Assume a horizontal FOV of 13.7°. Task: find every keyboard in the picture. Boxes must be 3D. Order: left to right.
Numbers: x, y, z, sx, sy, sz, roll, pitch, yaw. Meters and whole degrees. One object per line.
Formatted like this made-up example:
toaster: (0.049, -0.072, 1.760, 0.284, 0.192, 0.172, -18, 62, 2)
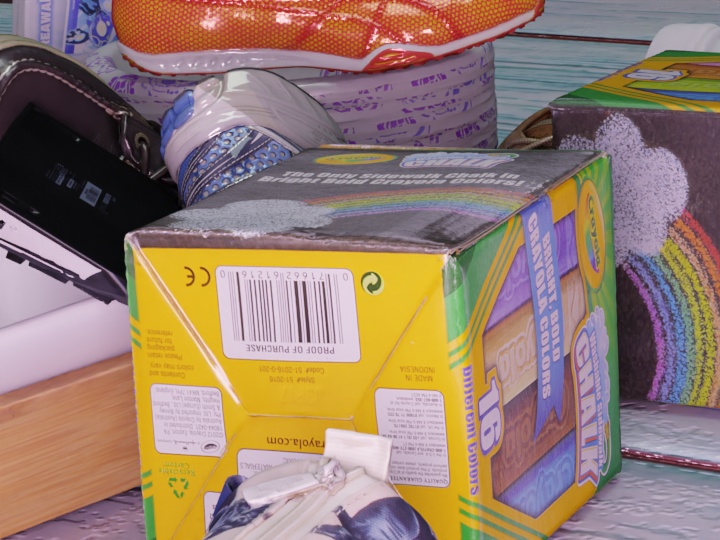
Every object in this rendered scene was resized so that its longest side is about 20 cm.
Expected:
keyboard: (-0.124, -0.034, 1.094, 0.127, 0.021, 0.200, 32, 9, -6)

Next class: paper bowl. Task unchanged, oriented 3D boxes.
paper bowl: (-0.033, -0.060, 1.449, 0.200, 0.105, 0.201, -2, 14, 0)

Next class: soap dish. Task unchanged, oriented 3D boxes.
soap dish: (-0.145, 0.042, 1.110, 0.157, 0.082, 0.200, 9, 18, 39)

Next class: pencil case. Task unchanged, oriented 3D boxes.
pencil case: (-0.041, 0.112, 0.792, 0.078, 0.090, 0.200, 3, 16, 20)

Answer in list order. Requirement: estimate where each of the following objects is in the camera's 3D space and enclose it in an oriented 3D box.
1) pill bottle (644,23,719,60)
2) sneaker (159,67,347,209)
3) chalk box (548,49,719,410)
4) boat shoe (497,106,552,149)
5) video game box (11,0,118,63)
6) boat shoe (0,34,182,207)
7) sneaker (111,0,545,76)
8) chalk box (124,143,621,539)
pill bottle: (0.240, -0.074, 1.442, 0.199, 0.111, 0.111, 4, 15, 27)
sneaker: (0.000, 0.000, 1.214, 0.200, 0.077, 0.085, 25, 40, -35)
chalk box: (0.189, -0.014, 1.184, 0.199, 0.125, 0.124, 6, 17, 28)
boat shoe: (0.083, -0.032, 1.375, 0.075, 0.074, 0.200, -2, 14, 5)
video game box: (-0.090, -0.126, 1.557, 0.181, 0.200, 0.047, -7, 46, -16)
boat shoe: (-0.095, -0.032, 1.256, 0.065, 0.073, 0.200, 19, -13, 40)
sneaker: (-0.015, -0.129, 1.360, 0.199, 0.077, 0.073, -2, 13, -1)
chalk box: (0.018, 0.026, 1.058, 0.124, 0.124, 0.200, 2, 14, 24)
